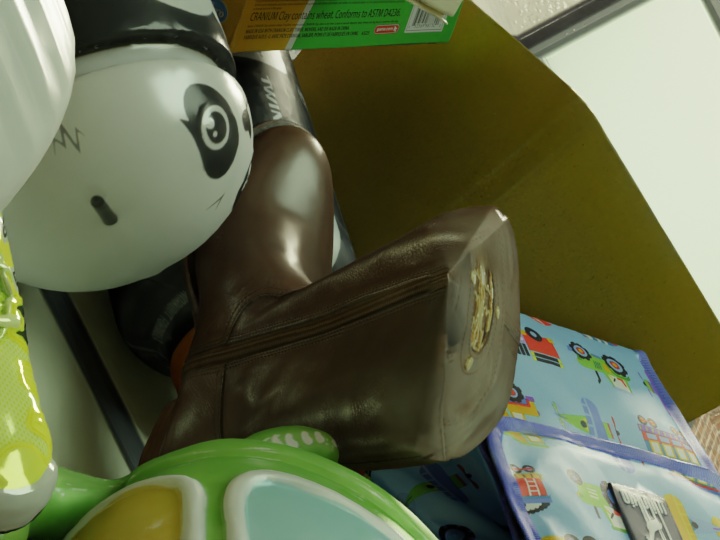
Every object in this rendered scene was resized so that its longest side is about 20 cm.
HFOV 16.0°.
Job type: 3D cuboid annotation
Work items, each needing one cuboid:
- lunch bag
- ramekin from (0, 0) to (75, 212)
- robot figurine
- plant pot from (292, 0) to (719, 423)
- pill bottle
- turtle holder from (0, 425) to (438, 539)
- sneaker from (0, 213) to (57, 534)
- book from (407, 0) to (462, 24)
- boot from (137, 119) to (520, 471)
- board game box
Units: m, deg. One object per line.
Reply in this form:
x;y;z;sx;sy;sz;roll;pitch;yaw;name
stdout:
0.088;0.106;1.054;0.150;0.094;0.200;19;23;-37;lunch bag
-0.156;-0.045;0.529;0.201;0.199;0.098;-96;163;-60;ramekin
-0.115;-0.091;0.959;0.150;0.125;0.201;-5;62;-38;robot figurine
0.034;0.000;1.213;0.200;0.176;0.200;55;-4;-37;plant pot
-0.063;-0.026;1.096;0.106;0.106;0.201;48;19;-52;pill bottle
-0.044;0.115;0.786;0.186;0.140;0.132;63;13;-6;turtle holder
-0.138;-0.012;0.758;0.075;0.077;0.201;-1;51;-39;sneaker
-0.057;-0.173;0.990;0.199;0.048;0.134;25;9;-27;book
0.000;0.000;0.917;0.064;0.200;0.187;23;63;-23;boot
-0.072;-0.156;1.113;0.200;0.041;0.153;33;24;30;board game box
